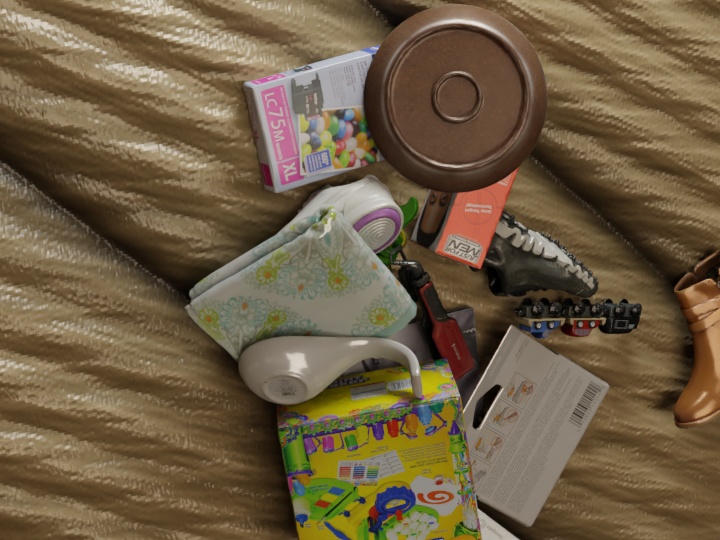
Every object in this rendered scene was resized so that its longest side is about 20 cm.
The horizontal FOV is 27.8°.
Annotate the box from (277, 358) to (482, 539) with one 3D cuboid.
[{"bbox_3d":[0.020,0.222,1.609,0.198,0.122,0.194,-9,106,-1],"label":"box"}]

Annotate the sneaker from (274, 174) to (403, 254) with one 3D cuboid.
[{"bbox_3d":[-0.048,-0.034,1.587,0.199,0.100,0.075,-28,133,6],"label":"sneaker"}]

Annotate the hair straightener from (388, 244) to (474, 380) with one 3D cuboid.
[{"bbox_3d":[0.068,0.039,1.632,0.041,0.077,0.200,-39,133,-7],"label":"hair straightener"}]

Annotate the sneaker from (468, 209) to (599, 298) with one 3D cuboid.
[{"bbox_3d":[0.195,-0.002,1.706,0.199,0.067,0.091,28,105,-35],"label":"sneaker"}]

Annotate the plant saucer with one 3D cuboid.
[{"bbox_3d":[0.103,-0.184,1.549,0.198,0.034,0.202,0,93,-1],"label":"plant saucer"}]

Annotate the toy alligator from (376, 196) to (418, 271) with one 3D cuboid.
[{"bbox_3d":[0.000,0.000,1.625,0.054,0.059,0.201,29,95,17],"label":"toy alligator"}]

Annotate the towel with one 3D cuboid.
[{"bbox_3d":[-0.063,0.037,1.545,0.199,0.048,0.171,-30,130,15],"label":"towel"}]

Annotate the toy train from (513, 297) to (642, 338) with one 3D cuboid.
[{"bbox_3d":[0.262,0.058,1.749,0.199,0.034,0.046,1,101,-35],"label":"toy train"}]

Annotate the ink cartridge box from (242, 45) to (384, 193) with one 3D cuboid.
[{"bbox_3d":[-0.021,-0.170,1.582,0.199,0.042,0.120,-19,109,-21],"label":"ink cartridge box"}]

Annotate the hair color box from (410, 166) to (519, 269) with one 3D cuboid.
[{"bbox_3d":[0.129,-0.111,1.624,0.061,0.101,0.201,19,93,-17],"label":"hair color box"}]

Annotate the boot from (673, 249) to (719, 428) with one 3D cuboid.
[{"bbox_3d":[0.437,0.086,1.825,0.200,0.077,0.156,-42,117,-13],"label":"boot"}]

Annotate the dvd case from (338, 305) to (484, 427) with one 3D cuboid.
[{"bbox_3d":[0.051,0.135,1.695,0.199,0.016,0.150,-14,107,-21],"label":"dvd case"}]

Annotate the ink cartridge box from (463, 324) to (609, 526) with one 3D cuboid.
[{"bbox_3d":[0.185,0.184,1.752,0.176,0.045,0.201,32,87,-28],"label":"ink cartridge box"}]

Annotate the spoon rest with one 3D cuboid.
[{"bbox_3d":[-0.032,0.104,1.551,0.198,0.061,0.100,0,137,8],"label":"spoon rest"}]

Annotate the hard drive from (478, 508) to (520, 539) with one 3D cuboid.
[{"bbox_3d":[0.122,0.399,1.773,0.132,0.027,0.201,38,85,-18],"label":"hard drive"}]
